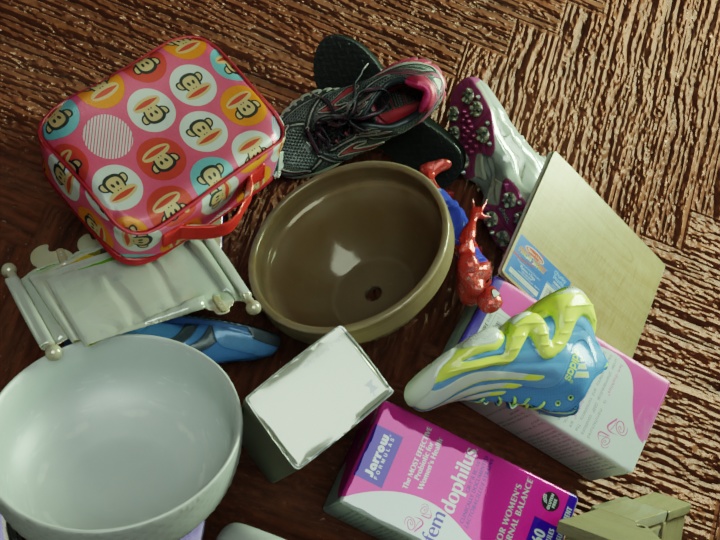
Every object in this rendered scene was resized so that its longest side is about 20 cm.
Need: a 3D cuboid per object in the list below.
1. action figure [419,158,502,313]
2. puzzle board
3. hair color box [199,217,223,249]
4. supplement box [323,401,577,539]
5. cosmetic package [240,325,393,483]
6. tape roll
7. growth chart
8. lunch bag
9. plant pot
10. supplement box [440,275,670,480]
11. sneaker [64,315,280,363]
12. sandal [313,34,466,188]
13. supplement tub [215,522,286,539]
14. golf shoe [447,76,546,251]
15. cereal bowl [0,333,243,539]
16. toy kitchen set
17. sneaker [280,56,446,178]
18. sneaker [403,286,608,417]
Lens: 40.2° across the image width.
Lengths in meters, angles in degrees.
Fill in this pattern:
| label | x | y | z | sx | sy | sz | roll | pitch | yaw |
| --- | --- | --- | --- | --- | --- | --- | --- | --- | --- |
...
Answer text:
| label | x | y | z | sx | sy | sz | roll | pitch | yaw |
| --- | --- | --- | --- | --- | --- | --- | --- | --- | --- |
| action figure | 0.100 | -0.030 | 0.951 | 0.051 | 0.066 | 0.201 | -7 | 42 | -4 |
| puzzle board | 0.229 | -0.001 | 1.005 | 0.200 | 0.017 | 0.151 | 39 | 64 | -25 |
| hair color box | -0.188 | -0.074 | 0.963 | 0.108 | 0.065 | 0.202 | 3 | 75 | -11 |
| supplement box | 0.080 | 0.215 | 0.904 | 0.199 | 0.103 | 0.102 | 26 | 70 | -1 |
| cosmetic package | -0.049 | 0.124 | 0.860 | 0.103 | 0.200 | 0.073 | -36 | 83 | -19 |
| tape roll | -0.236 | 0.212 | 0.860 | 0.198 | 0.085 | 0.202 | 3 | 73 | -11 |
| growth chart | -0.203 | 0.010 | 0.859 | 0.198 | 0.018 | 0.145 | -14 | 45 | -20 |
| lunch bag | -0.167 | -0.103 | 0.884 | 0.200 | 0.082 | 0.176 | -37 | 76 | -28 |
| plant pot | 0.000 | 0.000 | 0.942 | 0.199 | 0.093 | 0.202 | -12 | 49 | 14 |
| supplement box | 0.181 | 0.109 | 0.962 | 0.199 | 0.103 | 0.102 | 31 | 70 | 1 |
| sneaker | -0.176 | 0.078 | 0.925 | 0.198 | 0.066 | 0.079 | 6 | 84 | -9 |
| sandal | 0.028 | -0.167 | 1.038 | 0.200 | 0.075 | 0.048 | 44 | 26 | -8 |
| supplement tub | -0.089 | 0.331 | 0.821 | 0.144 | 0.145 | 0.201 | 25 | 71 | -3 |
| golf shoe | 0.157 | -0.114 | 1.048 | 0.091 | 0.075 | 0.202 | -10 | 74 | -35 |
| cereal bowl | -0.191 | 0.148 | 0.779 | 0.198 | 0.084 | 0.201 | 2 | 40 | -2 |
| toy kitchen set | 0.278 | 0.308 | 0.852 | 0.199 | 0.179 | 0.165 | 4 | 96 | -50 |
| sneaker | -0.011 | -0.153 | 0.979 | 0.199 | 0.075 | 0.081 | -26 | 104 | 16 |
| sneaker | 0.140 | 0.096 | 0.866 | 0.199 | 0.076 | 0.106 | -27 | 82 | -17 |
